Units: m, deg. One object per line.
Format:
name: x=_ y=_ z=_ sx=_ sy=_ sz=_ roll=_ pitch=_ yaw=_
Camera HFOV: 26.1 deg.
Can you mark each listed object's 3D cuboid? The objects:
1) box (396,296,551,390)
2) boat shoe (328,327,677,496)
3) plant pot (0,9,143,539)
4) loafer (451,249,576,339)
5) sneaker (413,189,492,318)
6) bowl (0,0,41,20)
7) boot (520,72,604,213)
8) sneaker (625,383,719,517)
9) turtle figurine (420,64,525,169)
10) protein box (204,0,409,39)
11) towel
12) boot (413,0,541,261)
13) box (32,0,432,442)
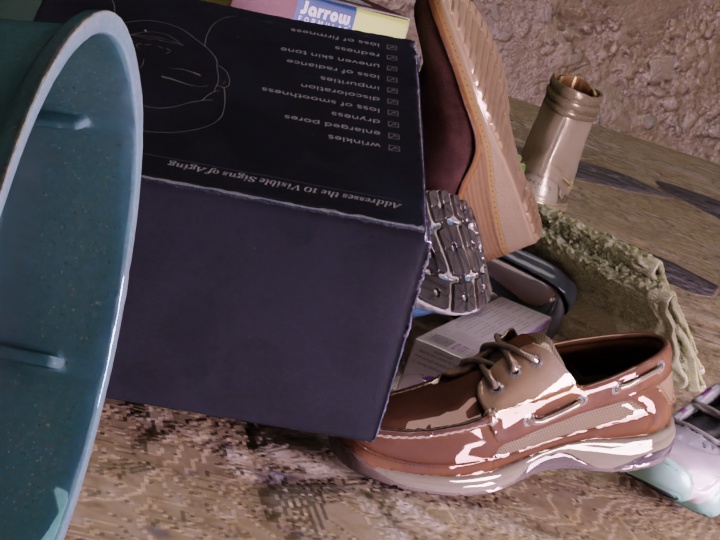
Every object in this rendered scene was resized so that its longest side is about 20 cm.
box: x=0.073 y=0.052 z=0.957 sx=0.041 sy=0.039 sz=0.200 roll=23 pitch=13 yaw=15
boat shoe: x=0.075 y=0.063 z=0.785 sx=0.200 sy=0.072 sz=0.076 roll=-5 pitch=23 yaw=-30
plant pot: x=-0.184 y=0.003 z=0.464 sx=0.196 sy=0.201 sz=0.200 roll=12 pitch=12 yaw=2
loafer: x=0.051 y=0.000 z=1.097 sx=0.200 sy=0.063 sz=0.072 roll=21 pitch=-26 yaw=20
sneaker: x=0.000 y=0.000 z=0.945 sx=0.200 sy=0.079 sz=0.090 roll=-8 pitch=-5 yaw=-45
bowl: x=-0.219 y=-0.165 z=1.207 sx=0.200 sy=0.105 sz=0.201 roll=5 pitch=-17 yaw=2
boot: x=0.223 y=-0.146 z=1.765 sx=0.073 sy=0.156 sz=0.200 roll=21 pitch=12 yaw=8
sneaker: x=0.230 y=0.065 z=0.896 sx=0.078 sy=0.140 sz=0.200 roll=28 pitch=15 yaw=36
turtle figurine: x=0.076 y=-0.111 z=1.429 sx=0.194 sy=0.144 sz=0.200 roll=31 pitch=21 yaw=32
protein box: x=-0.103 y=-0.106 z=0.996 sx=0.135 sy=0.199 sz=0.200 roll=7 pitch=17 yaw=-40
towel: x=0.158 y=0.012 z=1.122 sx=0.200 sy=0.036 sz=0.148 roll=31 pitch=-19 yaw=38
boot: x=0.017 y=-0.081 z=1.012 sx=0.166 sy=0.200 sz=0.072 roll=-8 pitch=29 yaw=20
box: x=-0.076 y=-0.037 z=0.754 sx=0.199 sy=0.124 sz=0.197 roll=10 pitch=30 yaw=-6
